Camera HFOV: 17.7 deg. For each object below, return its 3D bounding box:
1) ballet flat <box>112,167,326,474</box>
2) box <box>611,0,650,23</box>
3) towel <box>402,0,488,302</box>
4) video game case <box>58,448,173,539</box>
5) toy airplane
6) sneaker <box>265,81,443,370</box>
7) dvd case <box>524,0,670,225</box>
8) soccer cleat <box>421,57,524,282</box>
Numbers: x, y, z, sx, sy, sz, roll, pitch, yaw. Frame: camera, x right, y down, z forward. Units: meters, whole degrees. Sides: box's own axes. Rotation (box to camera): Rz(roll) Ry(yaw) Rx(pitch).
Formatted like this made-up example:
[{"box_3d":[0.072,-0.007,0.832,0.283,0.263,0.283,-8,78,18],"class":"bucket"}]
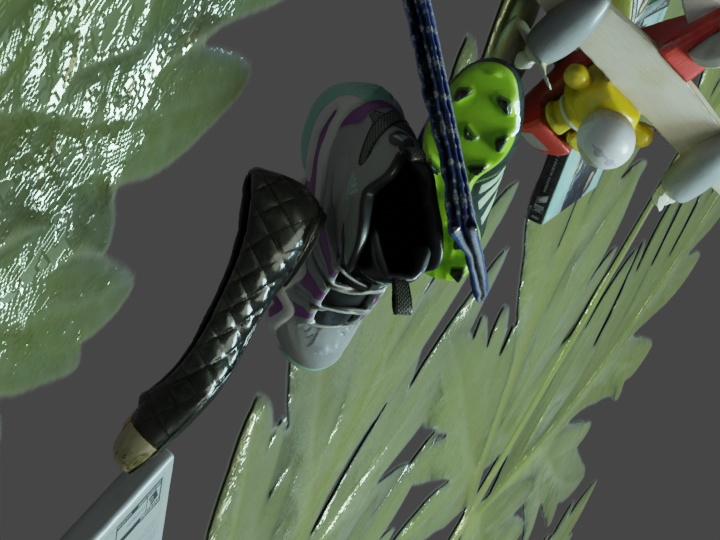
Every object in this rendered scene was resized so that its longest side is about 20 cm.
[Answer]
[{"box_3d":[-0.092,0.031,1.374,0.200,0.057,0.066,-57,-169,-2],"class":"ballet flat"},{"box_3d":[0.245,-0.289,1.875,0.200,0.050,0.075,-56,161,-25],"class":"box"},{"box_3d":[0.047,-0.093,1.422,0.145,0.024,0.201,66,13,-72],"class":"towel"},{"box_3d":[-0.184,0.227,1.417,0.200,0.022,0.183,-48,158,-44],"class":"video game case"},{"box_3d":[0.209,-0.135,1.738,0.200,0.199,0.141,93,17,-53],"class":"toy airplane"},{"box_3d":[0.000,0.000,1.409,0.077,0.140,0.201,-5,122,-24],"class":"sneaker"},{"box_3d":[0.211,-0.146,2.043,0.146,0.022,0.201,-31,144,-61],"class":"dvd case"},{"box_3d":[0.077,-0.082,1.681,0.081,0.067,0.201,-71,176,-49],"class":"soccer cleat"}]
